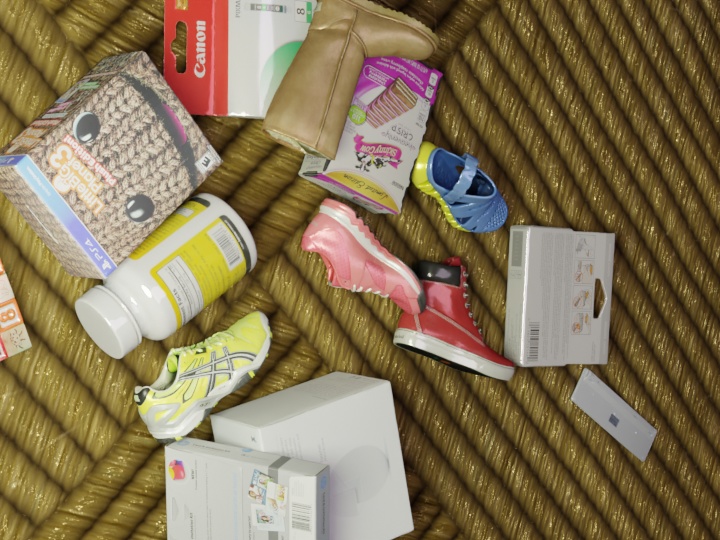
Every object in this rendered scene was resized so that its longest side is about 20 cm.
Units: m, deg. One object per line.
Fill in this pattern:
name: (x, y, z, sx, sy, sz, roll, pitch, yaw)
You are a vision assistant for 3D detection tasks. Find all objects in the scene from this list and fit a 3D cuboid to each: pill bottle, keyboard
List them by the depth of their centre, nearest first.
pill bottle: (-0.223, 0.008, 1.496, 0.200, 0.111, 0.112, -39, 114, -28)
keyboard: (0.394, 0.225, 2.030, 0.200, 0.011, 0.056, 40, 74, -31)

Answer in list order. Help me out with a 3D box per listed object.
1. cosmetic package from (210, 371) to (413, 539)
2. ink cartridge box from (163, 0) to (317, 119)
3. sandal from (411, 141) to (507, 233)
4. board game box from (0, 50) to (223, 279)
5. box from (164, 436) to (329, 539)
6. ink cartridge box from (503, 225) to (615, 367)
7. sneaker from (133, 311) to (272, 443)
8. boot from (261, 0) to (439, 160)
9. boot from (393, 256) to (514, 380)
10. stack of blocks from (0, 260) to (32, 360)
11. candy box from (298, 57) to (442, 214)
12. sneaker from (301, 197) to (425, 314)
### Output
cosmetic package: (-0.060, 0.252, 1.622, 0.199, 0.123, 0.201, -16, 102, -36)
ink cartridge box: (-0.140, -0.265, 1.585, 0.199, 0.050, 0.162, -1, 93, -39)
sandal: (0.148, -0.105, 1.771, 0.200, 0.087, 0.080, 31, 72, -49)
board game box: (-0.282, -0.117, 1.454, 0.200, 0.097, 0.160, -49, 118, -25)
box: (-0.131, 0.286, 1.514, 0.041, 0.199, 0.157, -27, 120, -63)
ink cartridge box: (0.291, 0.039, 1.921, 0.175, 0.045, 0.202, 3, 91, -36)
sneaker: (-0.182, 0.113, 1.554, 0.200, 0.075, 0.077, -47, 118, -27)
boot: (-0.011, -0.227, 1.606, 0.174, 0.066, 0.201, 21, 78, -11)
boot: (0.147, 0.063, 1.802, 0.199, 0.072, 0.145, 25, 76, -31)
stack of blocks: (-0.436, 0.009, 1.369, 0.115, 0.058, 0.201, -25, 107, -33)
candy box: (0.015, -0.190, 1.694, 0.136, 0.061, 0.201, 24, 79, -35)
sneaker: (0.000, 0.000, 1.696, 0.200, 0.074, 0.087, 45, 79, -19)
